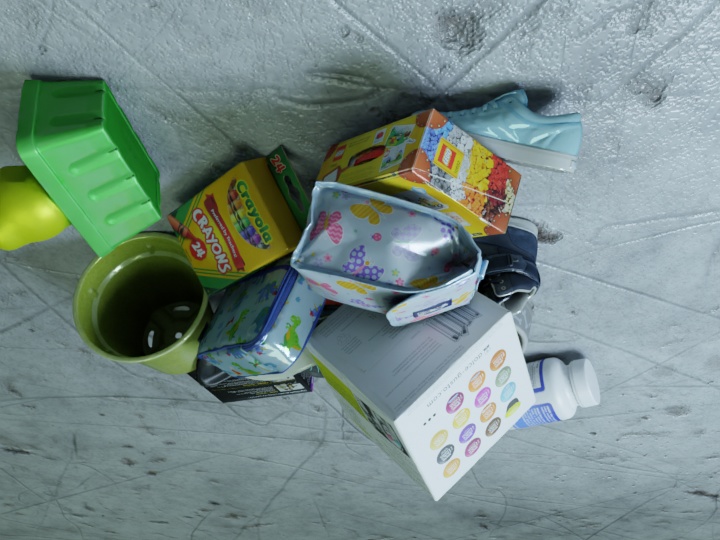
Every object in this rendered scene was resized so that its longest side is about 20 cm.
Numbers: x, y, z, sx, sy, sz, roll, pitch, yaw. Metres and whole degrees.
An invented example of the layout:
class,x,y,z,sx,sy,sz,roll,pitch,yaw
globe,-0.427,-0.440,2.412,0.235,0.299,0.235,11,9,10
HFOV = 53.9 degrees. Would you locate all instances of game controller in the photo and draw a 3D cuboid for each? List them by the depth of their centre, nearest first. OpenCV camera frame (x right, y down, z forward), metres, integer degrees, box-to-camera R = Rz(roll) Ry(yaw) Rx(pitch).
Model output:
class,x,y,z,sx,sy,sz,roll,pitch,yaw
game controller,-0.179,0.122,1.162,0.200,0.042,0.104,-29,147,-29

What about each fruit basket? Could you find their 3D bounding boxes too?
class,x,y,z,sx,sy,sz,roll,pitch,yaw
fruit basket,-0.366,-0.108,0.853,0.215,0.156,0.216,-9,141,-7

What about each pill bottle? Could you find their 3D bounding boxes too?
class,x,y,z,sx,sy,sz,roll,pitch,yaw
pill bottle,0.321,0.221,1.278,0.200,0.112,0.112,-18,139,27

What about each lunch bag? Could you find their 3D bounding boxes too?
class,x,y,z,sx,sy,sz,roll,pitch,yaw
lunch bag,0.036,-0.006,0.805,0.200,0.127,0.170,14,170,6
lunch bag,-0.136,0.062,0.979,0.082,0.161,0.200,38,151,-24

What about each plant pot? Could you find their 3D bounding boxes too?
class,x,y,z,sx,sy,sz,roll,pitch,yaw
plant pot,-0.304,0.072,1.089,0.200,0.201,0.184,-1,155,6

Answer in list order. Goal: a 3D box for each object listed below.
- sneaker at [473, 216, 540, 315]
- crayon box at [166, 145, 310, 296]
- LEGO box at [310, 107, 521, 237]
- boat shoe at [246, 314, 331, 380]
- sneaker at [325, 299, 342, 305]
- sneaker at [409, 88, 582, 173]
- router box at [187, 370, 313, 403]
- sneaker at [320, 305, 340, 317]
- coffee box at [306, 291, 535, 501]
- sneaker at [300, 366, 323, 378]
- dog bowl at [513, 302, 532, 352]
class,x,y,z,sx,sy,sz,roll,pitch,yaw
sneaker,0.144,-0.009,0.956,0.202,0.146,0.077,5,145,1
crayon box,-0.155,-0.062,0.932,0.200,0.051,0.127,-28,90,34
LEGO box,0.061,-0.099,0.836,0.149,0.077,0.200,29,161,-31
boat shoe,-0.107,0.114,1.073,0.200,0.062,0.073,-16,131,16
sneaker,0.000,0.001,1.045,0.201,0.067,0.108,2,135,-8
sneaker,0.156,-0.170,0.815,0.200,0.082,0.074,15,-175,9
router box,-0.207,0.189,1.331,0.200,0.051,0.149,-10,143,18
sneaker,-0.044,0.095,1.160,0.077,0.086,0.200,-9,142,18
coffee box,0.082,0.136,0.948,0.200,0.200,0.198,33,156,45
sneaker,-0.087,0.132,1.176,0.200,0.075,0.079,3,123,-54
dog bowl,0.186,0.101,1.173,0.200,0.059,0.200,2,144,1
